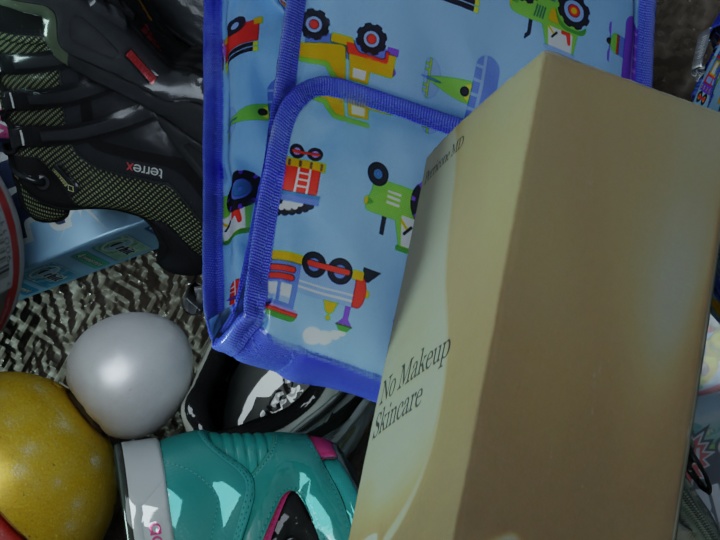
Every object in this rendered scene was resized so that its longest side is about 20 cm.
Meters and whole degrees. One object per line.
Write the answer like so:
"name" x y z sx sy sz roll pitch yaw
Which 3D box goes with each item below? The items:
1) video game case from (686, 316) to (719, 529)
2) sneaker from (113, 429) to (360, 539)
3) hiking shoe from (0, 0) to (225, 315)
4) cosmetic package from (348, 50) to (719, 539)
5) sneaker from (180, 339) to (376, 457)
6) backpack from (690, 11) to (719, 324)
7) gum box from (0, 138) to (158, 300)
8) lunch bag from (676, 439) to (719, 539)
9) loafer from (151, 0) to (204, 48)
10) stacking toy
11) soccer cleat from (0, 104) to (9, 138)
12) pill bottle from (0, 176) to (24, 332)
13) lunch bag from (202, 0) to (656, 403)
"video game case" 0.152 0.044 0.888 0.142 0.017 0.202 -17 70 13
"sneaker" -0.020 0.146 0.890 0.120 0.084 0.202 -11 113 -6
"hiking shoe" -0.117 -0.070 0.885 0.200 0.076 0.101 40 110 1
"cosmetic package" 0.050 0.048 0.711 0.071 0.105 0.202 18 66 -15
"sneaker" 0.000 0.000 0.920 0.075 0.088 0.201 29 87 21
"backpack" 0.192 -0.035 0.799 0.182 0.134 0.201 36 70 -10
"gum box" -0.142 -0.081 0.999 0.198 0.045 0.171 -20 75 12
"lunch bag" 0.066 0.169 0.795 0.199 0.139 0.168 -31 68 -1
"loafer" -0.073 -0.147 0.924 0.200 0.068 0.071 41 133 12
"stacking toy" -0.144 0.092 0.921 0.199 0.146 0.146 -38 72 1
"soccer cleat" -0.179 -0.094 0.942 0.198 0.086 0.071 1 80 16
"pill bottle" -0.215 0.011 0.867 0.113 0.200 0.115 4 104 16
"lunch bag" 0.021 -0.024 0.821 0.094 0.149 0.202 -40 39 50
